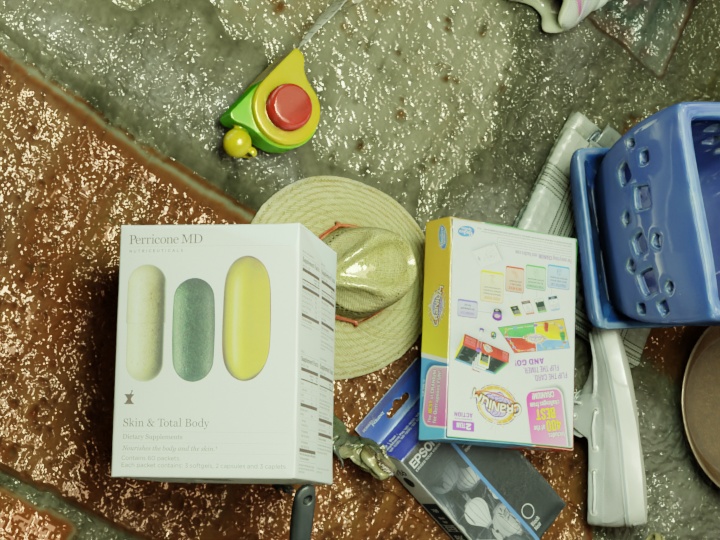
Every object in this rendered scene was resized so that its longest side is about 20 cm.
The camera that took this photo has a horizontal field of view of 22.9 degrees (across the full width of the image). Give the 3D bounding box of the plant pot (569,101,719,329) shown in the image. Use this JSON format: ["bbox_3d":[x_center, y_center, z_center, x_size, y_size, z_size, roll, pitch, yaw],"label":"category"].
[{"bbox_3d":[0.313,-0.039,1.651,0.200,0.180,0.200,-1,81,-38],"label":"plant pot"}]

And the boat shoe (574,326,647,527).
[{"bbox_3d":[0.230,0.146,1.695,0.068,0.072,0.200,-7,95,11],"label":"boat shoe"}]

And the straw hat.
[{"bbox_3d":[0.000,0.000,1.580,0.201,0.085,0.201,4,82,-28],"label":"straw hat"}]

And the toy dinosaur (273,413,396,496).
[{"bbox_3d":[-0.064,0.138,1.555,0.200,0.047,0.088,41,64,-12],"label":"toy dinosaur"}]

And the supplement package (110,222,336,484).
[{"bbox_3d":[-0.107,0.072,1.446,0.152,0.151,0.200,0,82,10],"label":"supplement package"}]

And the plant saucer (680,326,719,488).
[{"bbox_3d":[0.396,0.137,1.797,0.200,0.037,0.201,4,82,-28],"label":"plant saucer"}]

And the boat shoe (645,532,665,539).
[{"bbox_3d":[0.245,0.335,1.674,0.063,0.073,0.201,50,62,-6],"label":"boat shoe"}]

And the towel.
[{"bbox_3d":[0.241,-0.032,1.739,0.193,0.035,0.200,35,69,-19],"label":"towel"}]

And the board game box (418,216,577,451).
[{"bbox_3d":[0.127,0.061,1.618,0.153,0.040,0.200,9,78,-34],"label":"board game box"}]

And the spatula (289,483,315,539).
[{"bbox_3d":[-0.057,0.247,1.486,0.056,0.200,0.021,-17,50,-29],"label":"spatula"}]

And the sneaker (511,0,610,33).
[{"bbox_3d":[0.163,-0.309,1.709,0.200,0.081,0.088,43,65,-15],"label":"sneaker"}]

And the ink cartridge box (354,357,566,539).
[{"bbox_3d":[0.094,0.182,1.632,0.200,0.039,0.099,47,66,-14],"label":"ink cartridge box"}]

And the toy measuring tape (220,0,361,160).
[{"bbox_3d":[-0.049,-0.165,1.587,0.074,0.074,0.200,48,66,-14],"label":"toy measuring tape"}]
